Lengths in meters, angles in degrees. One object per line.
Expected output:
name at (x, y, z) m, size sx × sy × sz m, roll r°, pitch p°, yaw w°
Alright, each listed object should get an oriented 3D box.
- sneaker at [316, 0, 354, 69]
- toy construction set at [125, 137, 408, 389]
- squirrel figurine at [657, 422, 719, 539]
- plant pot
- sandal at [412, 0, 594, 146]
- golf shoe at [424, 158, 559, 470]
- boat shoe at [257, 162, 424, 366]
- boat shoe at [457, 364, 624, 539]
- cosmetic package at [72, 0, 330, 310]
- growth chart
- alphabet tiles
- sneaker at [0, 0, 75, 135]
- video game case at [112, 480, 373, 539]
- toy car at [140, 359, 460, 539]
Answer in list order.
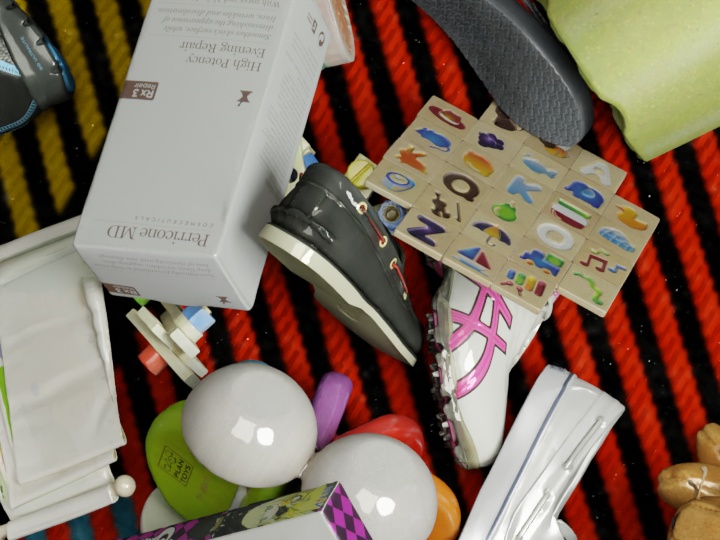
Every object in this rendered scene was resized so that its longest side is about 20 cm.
sneaker at (-0.068, -0.218, 1.748) m, size 0.080 × 0.071 × 0.201 m, roll -15°, pitch 103°, yaw 11°
toy construction set at (-0.077, -0.016, 1.732) m, size 0.200 × 0.092 × 0.131 m, roll -41°, pitch 82°, yaw -15°
squirrel figurine at (0.257, 0.184, 1.624) m, size 0.199 × 0.187 × 0.142 m, roll 31°, pitch 83°, yaw 8°
plant pot at (0.217, -0.171, 1.702) m, size 0.184 × 0.200 × 0.201 m, roll -32°, pitch 80°, yaw 9°
sandal at (0.085, -0.166, 1.751) m, size 0.043 × 0.076 × 0.200 m, roll -33°, pitch 74°, yaw -28°
golf shoe at (0.085, 0.025, 1.720) m, size 0.092 × 0.073 × 0.201 m, roll -1°, pitch 79°, yaw 1°
boat shoe at (0.002, 0.001, 1.667) m, size 0.073 × 0.201 × 0.063 m, roll 29°, pitch 78°, yaw 30°
boat shoe at (0.102, 0.158, 1.695) m, size 0.065 × 0.074 × 0.201 m, roll 24°, pitch 84°, yaw 10°
cosmetic package at (-0.095, -0.083, 1.678) m, size 0.101 × 0.074 × 0.201 m, roll 5°, pitch 63°, yaw 21°
growth chart at (-0.200, 0.067, 1.724) m, size 0.144 × 0.018 × 0.201 m, roll -12°, pitch 79°, yaw 35°
alphabet tiles at (0.095, -0.042, 1.688) m, size 0.166 × 0.200 × 0.006 m, roll 28°, pitch 123°, yaw 6°
sneaker at (-0.269, -0.179, 1.775) m, size 0.082 × 0.073 × 0.200 m, roll -33°, pitch 79°, yaw 0°
video game case at (-0.042, 0.230, 1.621) m, size 0.181 × 0.036 × 0.201 m, roll -16°, pitch 112°, yaw 33°
toy car at (-0.031, 0.129, 1.679) m, size 0.199 × 0.175 × 0.150 m, roll 30°, pitch 47°, yaw 7°
